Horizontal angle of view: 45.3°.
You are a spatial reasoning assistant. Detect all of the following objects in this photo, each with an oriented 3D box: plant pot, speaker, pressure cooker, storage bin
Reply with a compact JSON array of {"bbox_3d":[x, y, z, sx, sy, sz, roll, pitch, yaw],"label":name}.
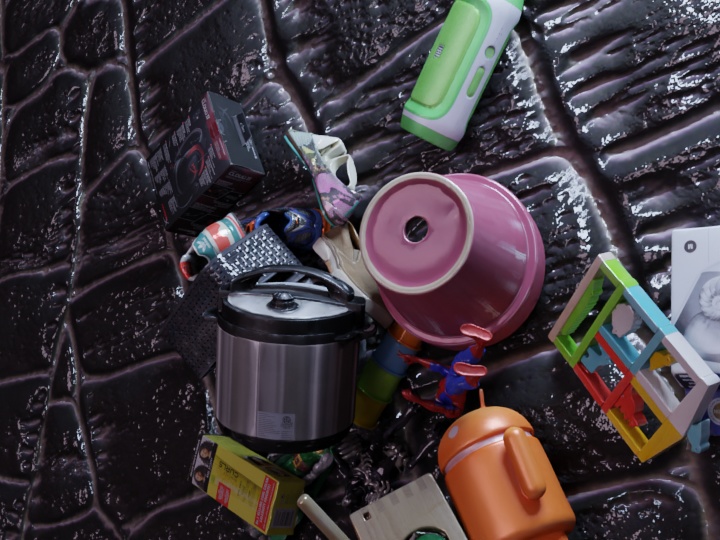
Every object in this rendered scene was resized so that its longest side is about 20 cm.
[{"bbox_3d":[0.089,-0.021,0.950,0.198,0.179,0.203,-5,78,24],"label":"plant pot"},{"bbox_3d":[0.123,-0.253,1.058,0.088,0.088,0.202,36,106,40],"label":"speaker"},{"bbox_3d":[-0.082,0.093,1.018,0.178,0.174,0.203,20,112,51],"label":"pressure cooker"},{"bbox_3d":[-0.177,0.044,1.196,0.094,0.135,0.200,46,133,4],"label":"storage bin"}]

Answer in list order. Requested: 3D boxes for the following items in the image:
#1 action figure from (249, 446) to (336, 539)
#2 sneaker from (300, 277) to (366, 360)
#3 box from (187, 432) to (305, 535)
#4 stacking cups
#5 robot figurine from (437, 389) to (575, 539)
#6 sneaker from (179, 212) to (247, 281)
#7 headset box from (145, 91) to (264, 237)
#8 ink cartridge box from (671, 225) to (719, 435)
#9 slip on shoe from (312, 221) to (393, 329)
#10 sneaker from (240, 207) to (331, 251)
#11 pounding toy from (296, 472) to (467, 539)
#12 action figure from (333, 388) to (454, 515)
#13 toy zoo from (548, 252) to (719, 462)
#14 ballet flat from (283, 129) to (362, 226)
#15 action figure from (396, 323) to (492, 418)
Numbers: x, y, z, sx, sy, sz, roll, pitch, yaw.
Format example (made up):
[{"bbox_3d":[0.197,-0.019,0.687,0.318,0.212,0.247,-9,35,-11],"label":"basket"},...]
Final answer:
[{"bbox_3d":[-0.090,0.276,1.175,0.201,0.054,0.118,-52,50,17],"label":"action figure"},{"bbox_3d":[-0.063,0.118,1.161,0.114,0.075,0.202,21,93,44],"label":"sneaker"},{"bbox_3d":[-0.157,0.285,1.164,0.199,0.050,0.076,16,92,47],"label":"box"},{"bbox_3d":[0.048,0.105,1.081,0.061,0.060,0.201,45,109,37],"label":"stacking cups"},{"bbox_3d":[0.152,0.234,0.921,0.116,0.144,0.202,-30,58,13],"label":"robot figurine"},{"bbox_3d":[-0.232,-0.012,1.279,0.071,0.093,0.200,56,149,9],"label":"sneaker"},{"bbox_3d":[-0.244,-0.172,1.377,0.200,0.075,0.150,-39,59,30],"label":"headset box"},{"bbox_3d":[0.387,0.053,0.795,0.198,0.040,0.203,-7,78,41],"label":"ink cartridge box"},{"bbox_3d":[0.000,0.000,1.119,0.061,0.076,0.200,-43,34,4],"label":"slip on shoe"},{"bbox_3d":[-0.133,-0.061,1.254,0.199,0.078,0.076,-12,73,42],"label":"sneaker"},{"bbox_3d":[0.046,0.319,0.916,0.141,0.201,0.185,-25,58,-8],"label":"pounding toy"},{"bbox_3d":[0.021,0.238,1.049,0.119,0.102,0.201,48,112,25],"label":"action figure"},{"bbox_3d":[0.275,0.098,0.863,0.201,0.020,0.132,58,146,32],"label":"toy zoo"},{"bbox_3d":[-0.045,-0.143,1.198,0.071,0.069,0.201,-36,47,8],"label":"ballet flat"},{"bbox_3d":[0.083,0.114,0.963,0.098,0.201,0.066,13,66,6],"label":"action figure"}]
